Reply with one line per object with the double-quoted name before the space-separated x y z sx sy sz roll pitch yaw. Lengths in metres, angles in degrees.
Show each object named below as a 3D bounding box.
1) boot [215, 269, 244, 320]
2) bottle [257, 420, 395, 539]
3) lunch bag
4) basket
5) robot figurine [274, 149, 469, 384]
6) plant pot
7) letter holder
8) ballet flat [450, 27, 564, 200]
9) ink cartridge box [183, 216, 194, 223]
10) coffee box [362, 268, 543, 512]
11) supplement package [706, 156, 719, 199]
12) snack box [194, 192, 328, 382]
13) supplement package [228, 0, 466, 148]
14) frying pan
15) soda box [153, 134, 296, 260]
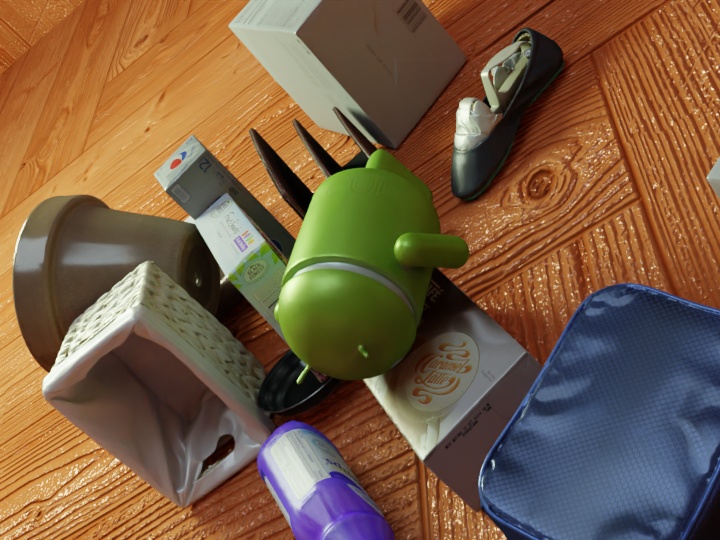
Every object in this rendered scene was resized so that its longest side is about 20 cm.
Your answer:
"boot" -0.176 0.054 1.247 0.199 0.064 0.187 -39 30 5
"bottle" -0.021 0.197 0.861 0.065 0.084 0.200 -46 30 -1
"lunch bag" 0.173 0.128 0.657 0.135 0.133 0.201 23 71 41
"basket" -0.194 0.111 1.072 0.135 0.200 0.124 -36 27 14
"robot figurine" 0.000 0.000 0.872 0.174 0.115 0.202 -26 35 41
"plant pot" -0.252 0.014 1.170 0.172 0.202 0.202 -3 46 17
"letter holder" -0.035 -0.112 1.179 0.100 0.142 0.200 -42 31 7
"ballet flat" 0.137 -0.169 1.104 0.073 0.073 0.201 13 64 55
"ink cartridge box" -0.238 -0.003 1.342 0.162 0.057 0.201 -34 13 30
"coffee box" 0.071 0.084 0.880 0.114 0.080 0.200 -45 30 2
"supplement package" 0.348 -0.078 0.653 0.201 0.151 0.151 -54 32 -13
"snack box" -0.087 0.011 1.053 0.053 0.143 0.200 -40 23 -3
"supplement package" -0.018 -0.276 1.300 0.148 0.191 0.199 -50 31 -9
"frying pan" -0.044 0.079 1.078 0.114 0.031 0.191 -26 25 26
"soda box" -0.131 -0.052 1.171 0.063 0.200 0.068 -44 30 -1
